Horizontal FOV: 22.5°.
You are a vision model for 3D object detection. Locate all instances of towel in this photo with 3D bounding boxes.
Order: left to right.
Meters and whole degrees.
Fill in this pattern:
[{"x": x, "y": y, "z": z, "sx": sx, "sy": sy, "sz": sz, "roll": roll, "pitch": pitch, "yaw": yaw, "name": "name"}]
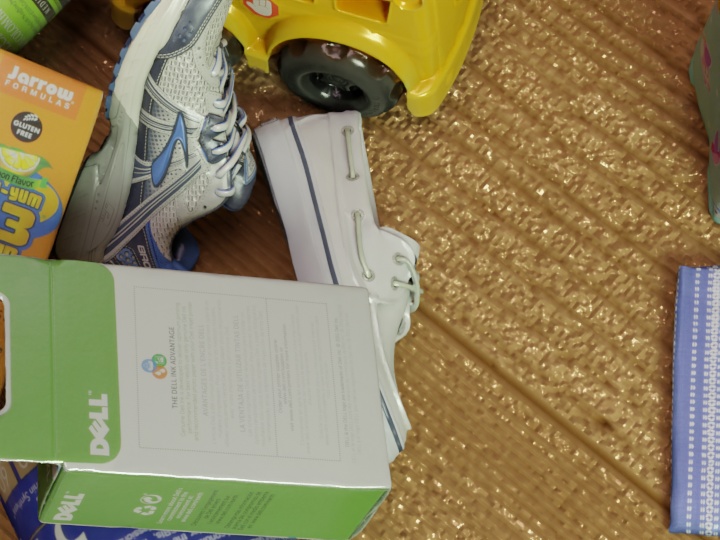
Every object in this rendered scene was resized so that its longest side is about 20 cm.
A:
[{"x": 0.258, "y": 0.068, "z": 0.919, "sx": 0.199, "sy": 0.024, "sz": 0.145, "roll": 2, "pitch": 72, "yaw": 6, "name": "towel"}]

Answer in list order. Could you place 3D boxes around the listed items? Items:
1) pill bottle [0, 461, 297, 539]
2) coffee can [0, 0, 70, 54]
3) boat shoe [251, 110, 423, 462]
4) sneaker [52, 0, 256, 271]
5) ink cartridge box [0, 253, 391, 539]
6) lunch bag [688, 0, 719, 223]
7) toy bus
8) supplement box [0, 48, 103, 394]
[{"x": -0.087, "y": 0.146, "z": 0.858, "sx": 0.120, "sy": 0.120, "sz": 0.200, "roll": -28, "pitch": 70, "yaw": -6, "name": "pill bottle"}, {"x": -0.251, "y": -0.147, "z": 0.952, "sx": 0.146, "sy": 0.146, "sz": 0.200, "roll": 42, "pitch": 85, "yaw": 17, "name": "coffee can"}, {"x": 0.000, "y": 0.000, "z": 0.931, "sx": 0.067, "sy": 0.074, "sz": 0.200, "roll": -18, "pitch": 69, "yaw": -2, "name": "boat shoe"}, {"x": -0.086, "y": -0.075, "z": 0.928, "sx": 0.085, "sy": 0.200, "sz": 0.077, "roll": 24, "pitch": 33, "yaw": -2, "name": "sneaker"}, {"x": -0.092, "y": 0.056, "z": 0.801, "sx": 0.199, "sy": 0.059, "sz": 0.104, "roll": 6, "pitch": 57, "yaw": -20, "name": "ink cartridge box"}, {"x": 0.277, "y": -0.101, "z": 0.897, "sx": 0.199, "sy": 0.170, "sz": 0.122, "roll": -6, "pitch": 77, "yaw": 1, "name": "lunch bag"}, {"x": -0.036, "y": -0.185, "z": 0.940, "sx": 0.200, "sy": 0.192, "sz": 0.136, "roll": 16, "pitch": 73, "yaw": 8, "name": "toy bus"}, {"x": -0.190, "y": -0.005, "z": 0.883, "sx": 0.066, "sy": 0.069, "sz": 0.200, "roll": 20, "pitch": 76, "yaw": -17, "name": "supplement box"}]
